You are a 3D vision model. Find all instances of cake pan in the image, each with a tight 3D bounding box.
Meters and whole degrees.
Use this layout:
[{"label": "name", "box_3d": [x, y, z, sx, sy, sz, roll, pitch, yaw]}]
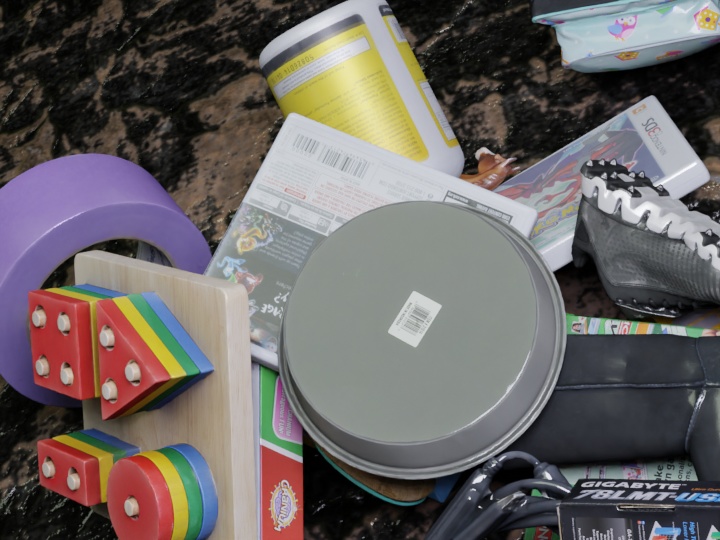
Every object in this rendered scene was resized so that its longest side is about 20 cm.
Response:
[{"label": "cake pan", "box_3d": [0.036, 0.038, 1.088, 0.200, 0.037, 0.200, -5, 67, 12]}]

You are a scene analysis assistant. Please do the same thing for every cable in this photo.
[{"label": "cable", "box_3d": [0.102, 0.228, 1.067, 0.163, 0.051, 0.200, 39, 109, 15]}]

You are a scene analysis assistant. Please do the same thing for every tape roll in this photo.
[{"label": "tape roll", "box_3d": [-0.228, 0.010, 1.352, 0.200, 0.200, 0.085, -38, 47, -6]}]

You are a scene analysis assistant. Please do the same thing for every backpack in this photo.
[{"label": "backpack", "box_3d": [0.235, -0.247, 1.346, 0.176, 0.153, 0.200, -11, 12, 22]}]

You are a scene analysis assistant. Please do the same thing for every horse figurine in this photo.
[{"label": "horse figurine", "box_3d": [0.016, -0.062, 1.353, 0.200, 0.050, 0.133, -22, 33, -26]}]

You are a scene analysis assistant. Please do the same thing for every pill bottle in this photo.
[{"label": "pill bottle", "box_3d": [0.012, -0.101, 1.253, 0.112, 0.112, 0.200, -26, 90, 6]}]

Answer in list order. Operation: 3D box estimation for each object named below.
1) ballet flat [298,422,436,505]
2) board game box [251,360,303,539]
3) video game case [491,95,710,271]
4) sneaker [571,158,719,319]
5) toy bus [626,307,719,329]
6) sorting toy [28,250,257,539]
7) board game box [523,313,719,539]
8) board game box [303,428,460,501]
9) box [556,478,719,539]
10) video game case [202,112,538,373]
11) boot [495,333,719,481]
[{"label": "ballet flat", "box_3d": [-0.013, 0.091, 1.179, 0.068, 0.072, 0.200, -8, 31, -33]}, {"label": "board game box", "box_3d": [-0.105, 0.160, 1.190, 0.153, 0.040, 0.200, -18, 67, 45]}, {"label": "video game case", "box_3d": [0.161, -0.055, 1.260, 0.200, 0.023, 0.182, -31, 19, 10]}, {"label": "sneaker", "box_3d": [0.217, 0.002, 1.105, 0.200, 0.066, 0.091, 36, 119, 41]}, {"label": "toy bus", "box_3d": [0.241, 0.026, 1.189, 0.078, 0.065, 0.200, -30, 45, 0]}, {"label": "sorting toy", "box_3d": [-0.160, 0.099, 1.138, 0.070, 0.200, 0.199, -10, 14, -38]}, {"label": "board game box", "box_3d": [0.185, 0.134, 1.102, 0.134, 0.029, 0.200, 5, 78, 34]}, {"label": "board game box", "box_3d": [0.018, 0.077, 1.269, 0.200, 0.040, 0.153, 19, 64, 37]}, {"label": "box", "box_3d": [0.225, 0.224, 0.956, 0.198, 0.200, 0.050, -3, 12, 25]}, {"label": "video game case", "box_3d": [0.000, 0.000, 1.155, 0.200, 0.023, 0.182, 23, 71, 11]}, {"label": "boot", "box_3d": [0.176, 0.117, 1.054, 0.200, 0.066, 0.165, -1, 67, 29]}]
